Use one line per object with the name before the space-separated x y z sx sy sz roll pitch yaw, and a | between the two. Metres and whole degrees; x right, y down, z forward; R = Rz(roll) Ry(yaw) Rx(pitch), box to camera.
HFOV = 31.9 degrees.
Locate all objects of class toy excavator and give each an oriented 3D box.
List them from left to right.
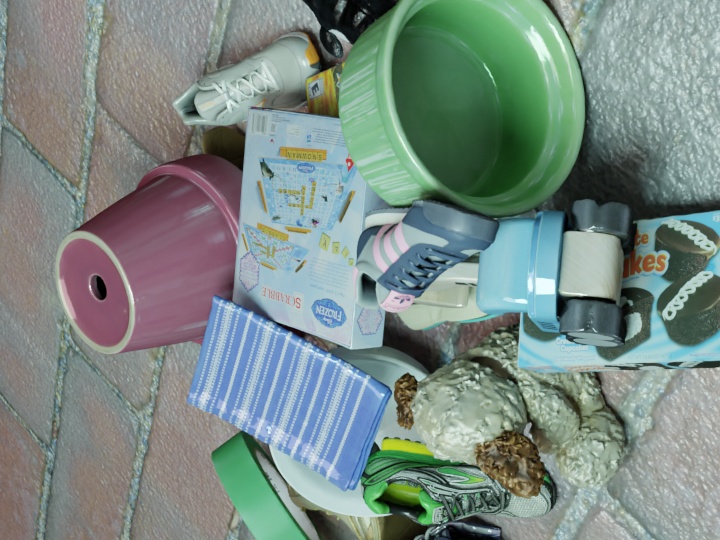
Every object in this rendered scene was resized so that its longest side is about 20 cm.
toy excavator | 0.119 0.002 1.016 0.197 0.194 0.102 6 83 15

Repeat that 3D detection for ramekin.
ramekin | 0.078 -0.136 1.028 0.097 0.199 0.202 -13 102 58

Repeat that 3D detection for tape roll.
tape roll | -0.103 0.286 1.499 0.202 0.048 0.200 55 178 3

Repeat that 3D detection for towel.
towel | -0.073 0.123 1.233 0.198 0.024 0.146 27 127 9

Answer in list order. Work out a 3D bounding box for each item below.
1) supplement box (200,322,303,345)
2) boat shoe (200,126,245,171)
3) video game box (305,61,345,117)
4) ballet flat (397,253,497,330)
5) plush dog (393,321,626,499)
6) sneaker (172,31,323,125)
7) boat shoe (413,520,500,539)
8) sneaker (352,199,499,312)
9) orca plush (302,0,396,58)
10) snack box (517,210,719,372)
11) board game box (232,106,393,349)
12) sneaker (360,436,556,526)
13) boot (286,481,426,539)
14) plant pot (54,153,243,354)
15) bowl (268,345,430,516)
supplement box | -0.157 0.024 1.463 0.200 0.085 0.111 45 138 20
boat shoe | -0.120 -0.061 1.389 0.201 0.072 0.072 54 140 1
video game box | 0.026 -0.103 1.165 0.181 0.046 0.203 -14 80 47
ballet flat | 0.088 0.015 1.180 0.199 0.069 0.070 -21 95 58
plush dog | 0.125 0.116 1.131 0.199 0.171 0.163 23 127 39
sneaker | -0.118 -0.183 1.295 0.199 0.091 0.077 -15 100 51
boat shoe | 0.060 0.305 1.334 0.075 0.197 0.094 -99 15 -60
sneaker | 0.048 -0.006 0.988 0.200 0.069 0.083 169 118 -72
orca plush | -0.020 -0.232 1.134 0.105 0.070 0.202 -49 52 36
snack box | 0.218 0.021 1.025 0.198 0.037 0.118 -7 73 45
board game box | -0.045 -0.046 1.187 0.199 0.041 0.203 16 103 50
sneaker | 0.095 0.225 1.252 0.197 0.086 0.079 3 121 5
boot | -0.009 0.278 1.455 0.155 0.072 0.202 -13 102 52
plant pot | -0.209 -0.003 1.308 0.198 0.178 0.203 19 119 37
bowl | 0.006 0.151 1.320 0.198 0.091 0.204 1 119 3
